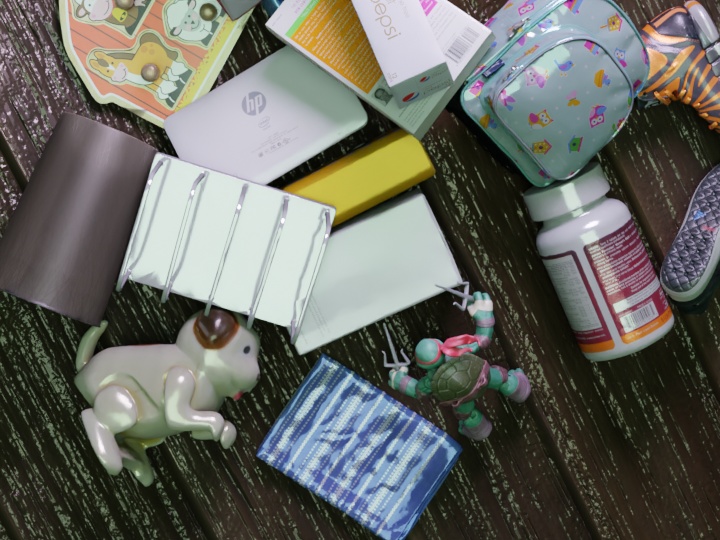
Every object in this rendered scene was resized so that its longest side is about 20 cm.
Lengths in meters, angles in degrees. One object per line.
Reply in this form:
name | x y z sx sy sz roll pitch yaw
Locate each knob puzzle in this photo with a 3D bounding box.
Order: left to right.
knob puzzle | -0.239 -0.269 1.701 0.219 0.030 0.220 0 98 -2

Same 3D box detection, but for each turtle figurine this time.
turtle figurine | 0.100 0.106 1.704 0.150 0.101 0.200 -31 134 16

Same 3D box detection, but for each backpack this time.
backpack | 0.206 -0.208 1.662 0.200 0.153 0.176 -48 119 -2

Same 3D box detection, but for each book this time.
book | 0.021 -0.246 1.621 0.200 0.048 0.134 38 91 17

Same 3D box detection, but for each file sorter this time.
file sorter | -0.140 -0.021 1.611 0.200 0.125 0.139 17 100 -4

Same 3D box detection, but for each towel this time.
towel | 0.000 0.207 1.781 0.200 0.024 0.145 34 94 -6

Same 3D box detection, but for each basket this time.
basket | -0.304 -0.056 1.671 0.136 0.180 0.200 23 85 -13

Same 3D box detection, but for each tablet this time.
tablet | -0.104 -0.161 1.682 0.200 0.014 0.130 -30 70 4

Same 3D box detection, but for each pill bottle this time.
pill bottle | 0.259 -0.010 1.719 0.109 0.110 0.200 -24 98 1

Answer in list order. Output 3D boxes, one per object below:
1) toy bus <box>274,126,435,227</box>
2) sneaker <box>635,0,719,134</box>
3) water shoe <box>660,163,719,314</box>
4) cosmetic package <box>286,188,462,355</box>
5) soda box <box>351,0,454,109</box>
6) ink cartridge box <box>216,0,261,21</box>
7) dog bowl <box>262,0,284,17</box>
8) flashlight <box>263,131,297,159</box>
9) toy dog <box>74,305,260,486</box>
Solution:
toy bus | -0.021 -0.089 1.711 0.200 0.078 0.065 -27 98 1
sneaker | 0.365 -0.187 1.724 0.112 0.078 0.200 -28 87 6
water shoe | 0.399 -0.043 1.748 0.071 0.079 0.200 28 75 35
cosmetic package | 0.000 0.000 1.725 0.200 0.081 0.113 -23 99 0
soda box | 0.026 -0.269 1.570 0.064 0.068 0.200 -24 73 4
ink cartridge box | -0.142 -0.388 1.634 0.145 0.083 0.200 -38 80 2
dog bowl | -0.014 -0.325 1.693 0.200 0.050 0.112 -17 98 1
flashlight | -0.145 -0.092 1.716 0.200 0.068 0.068 -41 67 -1
toy dog | -0.199 0.119 1.719 0.200 0.140 0.194 -30 62 3
